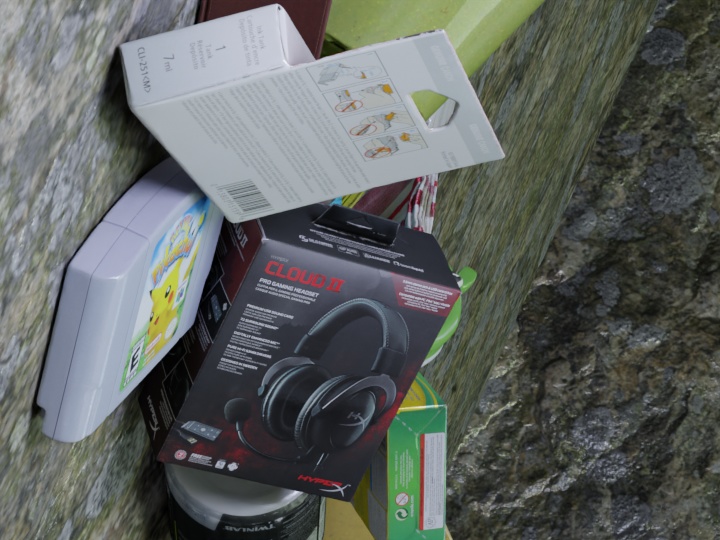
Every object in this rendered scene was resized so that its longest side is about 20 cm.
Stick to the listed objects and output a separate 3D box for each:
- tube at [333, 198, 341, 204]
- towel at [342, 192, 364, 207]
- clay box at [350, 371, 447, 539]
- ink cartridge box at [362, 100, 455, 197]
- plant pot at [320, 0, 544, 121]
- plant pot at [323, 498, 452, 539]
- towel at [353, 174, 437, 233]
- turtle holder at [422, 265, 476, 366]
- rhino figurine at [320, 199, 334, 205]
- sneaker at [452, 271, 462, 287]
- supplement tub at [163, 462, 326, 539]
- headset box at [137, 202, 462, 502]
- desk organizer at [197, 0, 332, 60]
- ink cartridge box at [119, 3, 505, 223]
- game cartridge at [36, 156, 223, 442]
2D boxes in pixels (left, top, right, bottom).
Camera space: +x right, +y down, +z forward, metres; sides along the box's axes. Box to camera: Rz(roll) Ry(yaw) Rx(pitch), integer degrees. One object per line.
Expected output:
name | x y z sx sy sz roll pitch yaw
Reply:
tube | -0.031 -0.108 1.639 0.077 0.050 0.201 -50 146 -82
towel | -0.040 -0.025 1.736 0.200 0.018 0.086 -52 -171 -36
clay box | 0.013 0.115 1.669 0.200 0.047 0.115 -128 -145 -66
ink cartridge box | 0.029 -0.116 1.874 0.200 0.067 0.116 -65 171 -52
plant pot | 0.044 -0.206 1.536 0.190 0.200 0.200 -54 169 -7
plant pot | -0.032 0.241 1.925 0.200 0.195 0.196 -22 161 -7
towel | 0.000 0.000 1.689 0.144 0.023 0.200 -44 -159 28
turtle holder | 0.001 0.047 1.916 0.132 0.141 0.186 -54 -167 41
rhino figurine | -0.062 -0.004 1.594 0.060 0.087 0.200 -46 157 -61
sneaker | -0.011 0.047 1.807 0.200 0.077 0.085 -19 119 -23
supplement tub | -0.086 0.170 1.749 0.200 0.122 0.123 96 18 -61
headset box | -0.038 0.041 1.527 0.200 0.148 0.077 -62 -152 25
desk organizer | -0.038 -0.195 1.335 0.072 0.077 0.200 -57 166 -49
ink cartridge box | -0.022 -0.094 1.299 0.200 0.173 0.044 53 24 -69
game cartridge | -0.131 0.005 1.394 0.200 0.040 0.134 -52 157 -61
